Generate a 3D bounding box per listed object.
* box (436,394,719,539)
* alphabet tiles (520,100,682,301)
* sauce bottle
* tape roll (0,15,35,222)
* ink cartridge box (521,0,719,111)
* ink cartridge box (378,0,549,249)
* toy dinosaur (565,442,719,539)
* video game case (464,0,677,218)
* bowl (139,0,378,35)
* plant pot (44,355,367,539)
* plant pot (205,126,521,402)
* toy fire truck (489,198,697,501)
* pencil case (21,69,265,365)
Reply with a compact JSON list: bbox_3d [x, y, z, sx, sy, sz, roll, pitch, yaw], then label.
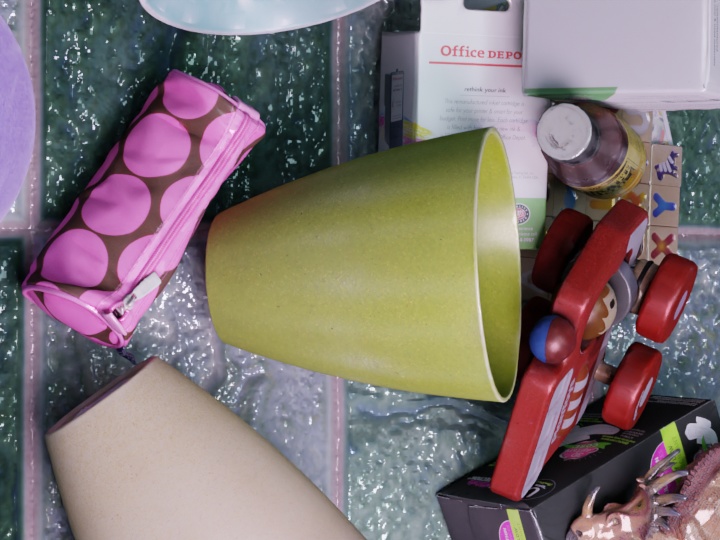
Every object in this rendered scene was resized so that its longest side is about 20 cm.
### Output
[{"bbox_3d":[0.187,0.202,1.615,0.199,0.124,0.150,-25,104,-30],"label":"box"},{"bbox_3d":[0.193,-0.073,1.657,0.166,0.008,0.202,4,89,-33],"label":"alphabet tiles"},{"bbox_3d":[0.167,-0.090,1.535,0.200,0.066,0.067,8,85,-72],"label":"sauce bottle"},{"bbox_3d":[-0.311,-0.096,1.303,0.199,0.085,0.202,0,91,-34],"label":"tape roll"},{"bbox_3d":[0.225,-0.166,1.545,0.200,0.144,0.088,2,89,-60],"label":"ink cartridge box"},{"bbox_3d":[0.077,-0.118,1.555,0.116,0.067,0.202,0,95,-24],"label":"ink cartridge box"},{"bbox_3d":[0.258,0.171,1.543,0.200,0.086,0.136,-43,106,-32],"label":"toy dinosaur"},{"bbox_3d":[0.163,-0.153,1.654,0.181,0.023,0.202,-21,102,-31],"label":"video game case"},{"bbox_3d":[-0.061,-0.249,1.421,0.200,0.201,0.106,1,71,-33],"label":"bowl"},{"bbox_3d":[-0.117,0.164,1.396,0.187,0.187,0.201,-37,96,-27],"label":"plant pot"},{"bbox_3d":[0.000,0.000,1.439,0.187,0.198,0.189,-3,90,-76],"label":"plant pot"},{"bbox_3d":[0.159,0.056,1.524,0.168,0.112,0.201,-45,155,-54],"label":"toy fire truck"},{"bbox_3d":[-0.141,-0.042,1.411,0.091,0.093,0.201,39,69,-27],"label":"pencil case"}]
